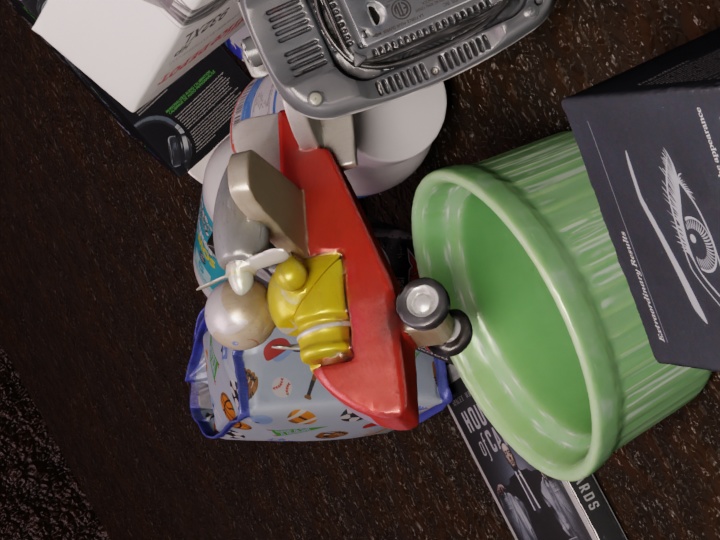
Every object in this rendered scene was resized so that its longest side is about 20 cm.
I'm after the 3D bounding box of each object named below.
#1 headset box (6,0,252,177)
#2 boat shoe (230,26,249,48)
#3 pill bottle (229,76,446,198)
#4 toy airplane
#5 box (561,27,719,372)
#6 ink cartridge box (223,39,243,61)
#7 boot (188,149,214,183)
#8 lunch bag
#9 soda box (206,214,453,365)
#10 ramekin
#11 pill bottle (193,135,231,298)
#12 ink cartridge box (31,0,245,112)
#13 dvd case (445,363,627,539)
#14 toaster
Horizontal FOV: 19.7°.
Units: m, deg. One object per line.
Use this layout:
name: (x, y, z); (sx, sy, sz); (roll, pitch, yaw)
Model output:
headset box: (-0.190, -0.189, 1.564); (0.200, 0.093, 0.174); (49, 175, -29)
boat shoe: (-0.018, -0.208, 1.363); (0.071, 0.070, 0.200); (29, 148, -21)
pill bottle: (-0.013, -0.103, 1.426); (0.112, 0.112, 0.200); (67, 162, -5)
toy airplane: (-0.037, -0.009, 1.251); (0.200, 0.141, 0.199); (58, -174, -23)
box: (0.200, -0.035, 0.951); (0.200, 0.104, 0.148); (10, 123, 68)
ink cartridge box: (-0.097, -0.247, 1.532); (0.200, 0.076, 0.137); (40, 149, 48)
boot: (-0.152, -0.155, 1.830); (0.200, 0.073, 0.090); (56, -173, 3)
lunch bag: (-0.039, 0.074, 1.603); (0.200, 0.170, 0.124); (129, 138, -69)
soda box: (0.000, 0.000, 1.421); (0.200, 0.063, 0.071); (21, 168, 14)
ramekin: (0.122, 0.015, 1.231); (0.200, 0.098, 0.200); (53, 158, 32)
pill bottle: (-0.075, -0.046, 1.665); (0.111, 0.111, 0.200); (58, 160, 19)
ink cartridge box: (-0.085, -0.206, 1.193); (0.084, 0.145, 0.200); (41, 132, 3)
dvd case: (0.126, 0.146, 1.501); (0.200, 0.025, 0.150); (62, 161, 6)
toaster: (0.026, -0.159, 1.170); (0.129, 0.200, 0.114); (-138, 23, -87)
